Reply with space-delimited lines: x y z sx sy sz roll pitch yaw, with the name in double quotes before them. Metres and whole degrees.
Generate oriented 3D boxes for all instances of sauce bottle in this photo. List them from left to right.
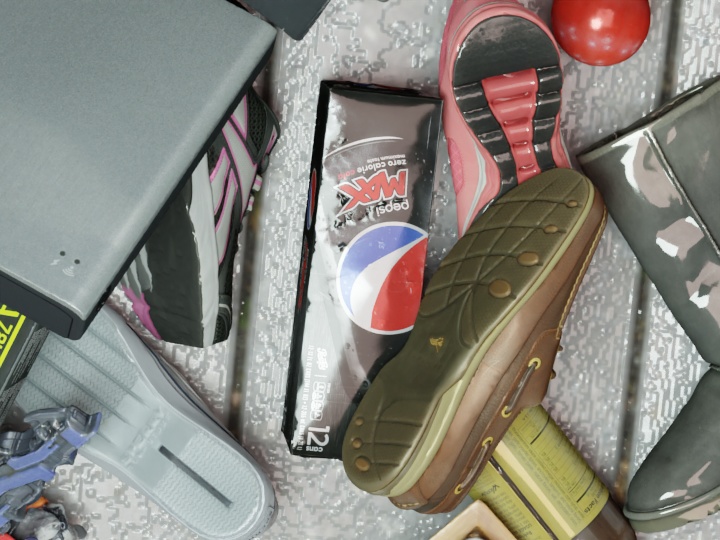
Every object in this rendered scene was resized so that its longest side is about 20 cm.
"sauce bottle" 0.107 0.135 1.492 0.065 0.065 0.200 -37 100 1

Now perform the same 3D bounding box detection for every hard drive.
"hard drive" -0.147 -0.076 1.320 0.139 0.033 0.200 28 57 5

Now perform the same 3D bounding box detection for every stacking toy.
"stacking toy" 0.152 -0.206 1.447 0.085 0.085 0.200 13 103 -7

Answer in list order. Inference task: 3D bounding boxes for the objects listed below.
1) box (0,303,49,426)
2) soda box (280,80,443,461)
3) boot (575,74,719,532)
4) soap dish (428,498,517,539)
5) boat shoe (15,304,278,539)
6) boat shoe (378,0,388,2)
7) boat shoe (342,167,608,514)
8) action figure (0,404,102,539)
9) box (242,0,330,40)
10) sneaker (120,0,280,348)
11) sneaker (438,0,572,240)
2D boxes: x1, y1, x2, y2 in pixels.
"box" -0.261 0.025 1.351 0.193 0.048 0.200 29 104 3
"soda box" 0.000 0.000 1.460 0.063 0.071 0.200 5 97 -7
"boot" 0.176 0.018 1.477 0.182 0.073 0.200 -36 107 -16
"soap dish" 0.039 0.241 1.487 0.200 0.081 0.157 -41 99 6
"boat shoe" -0.126 0.080 1.463 0.074 0.067 0.200 -45 76 0
"boat shoe" -0.063 -0.193 1.427 0.200 0.072 0.071 16 92 -9
"boat shoe" 0.069 0.039 1.419 0.068 0.072 0.200 32 92 -36
"action figure" -0.212 0.085 1.438 0.200 0.105 0.194 -31 107 30
"box" -0.033 -0.237 1.367 0.141 0.079 0.200 34 53 -5
"sneaker" -0.078 -0.054 1.445 0.086 0.080 0.200 -18 118 -36
"sneaker" 0.081 -0.068 1.462 0.074 0.087 0.200 -9 122 -5
